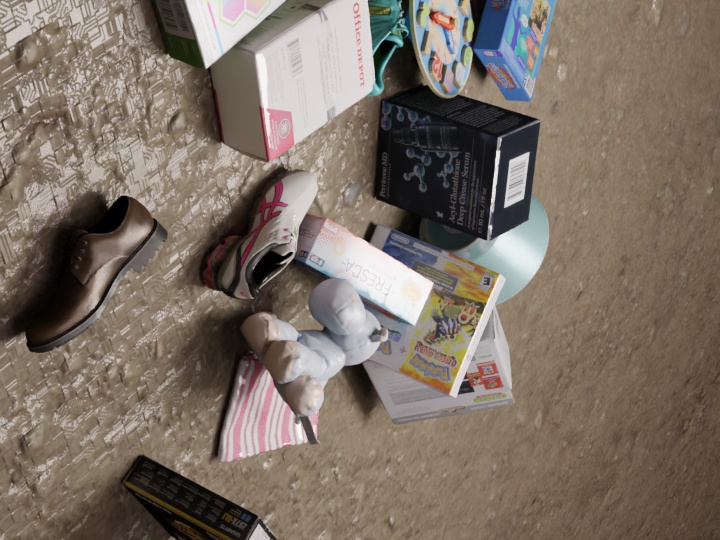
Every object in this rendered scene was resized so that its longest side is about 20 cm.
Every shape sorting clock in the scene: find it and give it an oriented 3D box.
[{"bbox_3d":[0.114,-0.335,1.838,0.199,0.039,0.203,-8,99,-60],"label":"shape sorting clock"}]

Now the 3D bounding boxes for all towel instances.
[{"bbox_3d":[-0.112,0.179,1.850,0.199,0.030,0.148,-5,111,-54],"label":"towel"}]

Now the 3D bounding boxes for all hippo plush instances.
[{"bbox_3d":[-0.041,0.105,1.727,0.160,0.159,0.201,-33,113,-8],"label":"hippo plush"}]

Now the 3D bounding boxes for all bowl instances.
[{"bbox_3d":[0.164,-0.057,1.975,0.105,0.199,0.203,35,79,-49],"label":"bowl"}]

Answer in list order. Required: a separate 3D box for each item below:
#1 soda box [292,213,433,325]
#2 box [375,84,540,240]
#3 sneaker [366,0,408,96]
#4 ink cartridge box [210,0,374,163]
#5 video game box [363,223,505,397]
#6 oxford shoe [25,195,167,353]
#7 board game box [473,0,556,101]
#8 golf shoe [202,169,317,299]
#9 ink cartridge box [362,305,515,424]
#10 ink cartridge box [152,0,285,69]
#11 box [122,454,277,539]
[{"bbox_3d":[0.000,0.000,1.807,0.199,0.063,0.069,31,82,-30],"label":"soda box"},{"bbox_3d":[0.131,-0.151,1.860,0.107,0.198,0.150,-25,127,-45],"label":"box"},{"bbox_3d":[0.030,-0.316,1.729,0.077,0.079,0.202,16,94,-57],"label":"sneaker"},{"bbox_3d":[-0.079,-0.243,1.606,0.200,0.082,0.148,-39,137,-37],"label":"ink cartridge box"},{"bbox_3d":[0.077,0.055,1.898,0.184,0.198,0.047,-67,161,-1],"label":"video game box"},{"bbox_3d":[-0.299,0.000,1.450,0.201,0.072,0.085,-54,128,-24],"label":"oxford shoe"},{"bbox_3d":[0.232,-0.373,1.986,0.152,0.044,0.202,43,59,-56],"label":"board game box"},{"bbox_3d":[-0.104,-0.040,1.680,0.201,0.091,0.073,-54,143,-24],"label":"golf shoe"},{"bbox_3d":[0.117,0.136,2.000,0.176,0.197,0.085,67,18,-48],"label":"ink cartridge box"},{"bbox_3d":[-0.139,-0.324,1.492,0.200,0.059,0.105,-46,141,-31],"label":"ink cartridge box"},{"bbox_3d":[-0.181,0.318,1.670,0.050,0.198,0.160,-56,146,-20],"label":"box"}]
